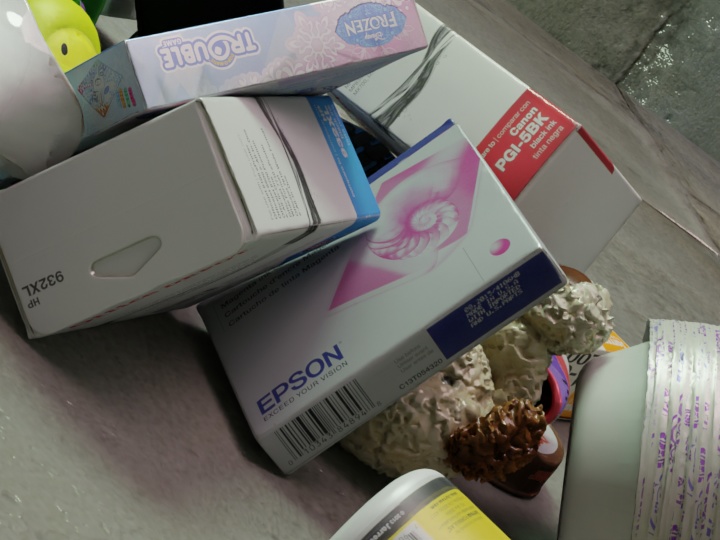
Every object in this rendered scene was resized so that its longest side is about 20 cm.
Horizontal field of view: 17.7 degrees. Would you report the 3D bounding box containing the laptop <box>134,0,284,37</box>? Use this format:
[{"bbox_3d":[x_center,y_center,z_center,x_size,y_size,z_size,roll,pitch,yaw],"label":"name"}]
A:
[{"bbox_3d":[-0.095,-0.149,1.529,0.102,0.179,0.200,-5,7,1],"label":"laptop"}]

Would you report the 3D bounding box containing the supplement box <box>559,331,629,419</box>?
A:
[{"bbox_3d":[0.108,0.022,1.799,0.200,0.074,0.126,47,17,26],"label":"supplement box"}]

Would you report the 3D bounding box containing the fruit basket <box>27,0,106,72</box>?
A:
[{"bbox_3d":[-0.221,-0.165,1.449,0.215,0.156,0.216,26,4,-2],"label":"fruit basket"}]

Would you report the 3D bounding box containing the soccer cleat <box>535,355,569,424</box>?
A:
[{"bbox_3d":[0.062,0.030,1.544,0.200,0.068,0.073,39,14,-12],"label":"soccer cleat"}]

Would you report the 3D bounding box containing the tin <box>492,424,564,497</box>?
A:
[{"bbox_3d":[0.061,0.076,1.606,0.200,0.042,0.112,46,20,22],"label":"tin"}]

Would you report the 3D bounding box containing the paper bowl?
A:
[{"bbox_3d":[0.180,0.130,1.453,0.104,0.202,0.201,7,14,5],"label":"paper bowl"}]

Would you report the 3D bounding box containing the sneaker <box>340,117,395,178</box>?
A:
[{"bbox_3d":[0.006,-0.051,1.613,0.200,0.075,0.087,46,10,-41],"label":"sneaker"}]

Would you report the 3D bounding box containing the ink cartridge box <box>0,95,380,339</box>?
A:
[{"bbox_3d":[-0.095,-0.033,1.287,0.084,0.144,0.200,68,19,3],"label":"ink cartridge box"}]

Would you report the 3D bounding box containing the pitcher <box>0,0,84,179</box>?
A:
[{"bbox_3d":[-0.247,-0.116,1.165,0.200,0.121,0.173,-16,84,-55],"label":"pitcher"}]

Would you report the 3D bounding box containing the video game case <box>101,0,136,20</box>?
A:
[{"bbox_3d":[-0.218,-0.219,1.710,0.181,0.024,0.200,22,9,18],"label":"video game case"}]

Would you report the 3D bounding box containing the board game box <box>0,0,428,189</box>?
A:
[{"bbox_3d":[-0.098,-0.103,1.321,0.199,0.199,0.044,-16,89,-38],"label":"board game box"}]

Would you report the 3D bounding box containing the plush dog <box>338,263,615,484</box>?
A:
[{"bbox_3d":[0.041,0.073,1.436,0.199,0.162,0.172,14,23,18],"label":"plush dog"}]

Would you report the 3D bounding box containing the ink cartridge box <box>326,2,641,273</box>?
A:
[{"bbox_3d":[0.072,-0.093,1.529,0.200,0.083,0.147,40,0,29],"label":"ink cartridge box"}]

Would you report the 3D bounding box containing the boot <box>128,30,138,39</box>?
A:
[{"bbox_3d":[-0.114,-0.148,1.772,0.182,0.072,0.200,47,17,-25],"label":"boot"}]

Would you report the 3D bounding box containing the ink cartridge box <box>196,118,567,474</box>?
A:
[{"bbox_3d":[0.000,0.000,1.367,0.043,0.196,0.200,52,4,-38],"label":"ink cartridge box"}]

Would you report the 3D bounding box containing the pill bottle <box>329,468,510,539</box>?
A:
[{"bbox_3d":[0.064,0.199,1.101,0.200,0.112,0.112,44,15,15],"label":"pill bottle"}]
